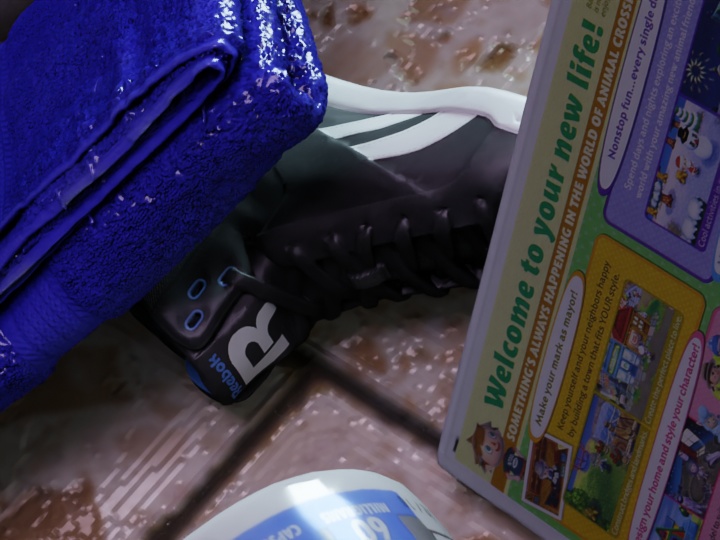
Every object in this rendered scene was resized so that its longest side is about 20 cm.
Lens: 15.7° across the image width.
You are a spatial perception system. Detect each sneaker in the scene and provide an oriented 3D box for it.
[{"bbox_3d":[0.000,0.000,0.827,0.199,0.073,0.112,14,64,35],"label":"sneaker"}]

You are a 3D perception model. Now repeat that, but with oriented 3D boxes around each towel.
[{"bbox_3d":[-0.102,-0.039,0.837,0.200,0.049,0.148,-40,39,21],"label":"towel"}]

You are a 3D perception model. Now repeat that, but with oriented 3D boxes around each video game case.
[{"bbox_3d":[0.111,0.013,0.711,0.182,0.201,0.022,33,35,33],"label":"video game case"}]

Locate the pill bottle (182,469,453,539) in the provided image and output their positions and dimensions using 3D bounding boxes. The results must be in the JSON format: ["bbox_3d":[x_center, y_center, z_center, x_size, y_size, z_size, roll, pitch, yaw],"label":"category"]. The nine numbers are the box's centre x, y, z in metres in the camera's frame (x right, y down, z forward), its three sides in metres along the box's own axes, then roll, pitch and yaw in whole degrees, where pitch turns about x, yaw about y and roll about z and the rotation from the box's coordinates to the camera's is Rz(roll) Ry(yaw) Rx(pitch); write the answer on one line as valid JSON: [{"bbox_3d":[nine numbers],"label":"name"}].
[{"bbox_3d":[0.023,0.156,0.676,0.114,0.114,0.200,-36,53,-8],"label":"pill bottle"}]

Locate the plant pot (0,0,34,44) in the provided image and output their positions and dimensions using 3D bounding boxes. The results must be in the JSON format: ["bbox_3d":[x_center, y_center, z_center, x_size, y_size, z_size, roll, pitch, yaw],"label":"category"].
[{"bbox_3d":[-0.116,-0.172,0.923,0.183,0.200,0.201,-37,52,4],"label":"plant pot"}]
